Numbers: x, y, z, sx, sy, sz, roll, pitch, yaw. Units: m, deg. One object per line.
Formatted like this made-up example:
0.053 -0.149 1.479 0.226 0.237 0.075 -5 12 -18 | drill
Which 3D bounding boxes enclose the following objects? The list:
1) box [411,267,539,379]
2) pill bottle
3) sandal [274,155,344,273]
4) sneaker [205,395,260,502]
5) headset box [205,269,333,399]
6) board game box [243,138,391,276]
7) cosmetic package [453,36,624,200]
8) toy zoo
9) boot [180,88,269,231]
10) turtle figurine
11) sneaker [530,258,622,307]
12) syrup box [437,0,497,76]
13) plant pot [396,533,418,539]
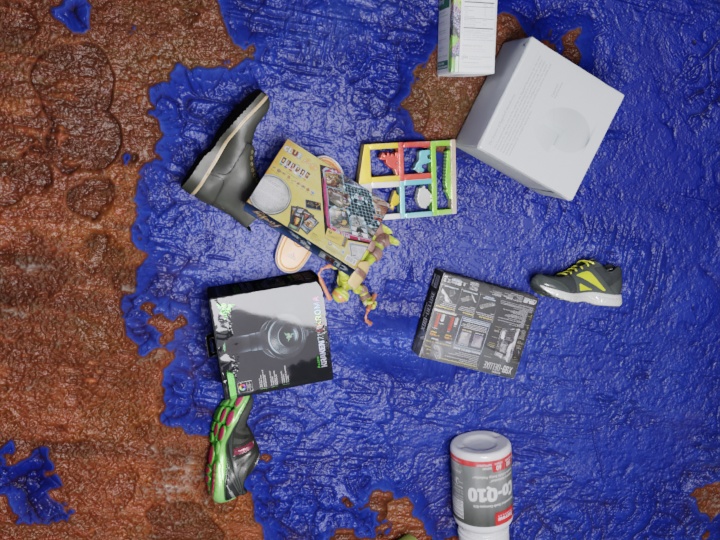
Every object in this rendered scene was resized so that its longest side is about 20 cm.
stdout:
0.209 0.098 1.423 0.198 0.050 0.159 14 97 -16 | box
0.226 0.412 1.453 0.113 0.114 0.202 -7 102 -13 | pill bottle
-0.079 -0.088 1.308 0.079 0.059 0.208 21 94 -17 | sandal
-0.213 0.298 1.349 0.083 0.077 0.202 6 103 -33 | sneaker
-0.158 0.105 1.307 0.198 0.093 0.176 -8 102 -12 | headset box
-0.067 -0.101 1.247 0.199 0.035 0.136 32 65 -5 | board game box
0.301 -0.257 1.342 0.199 0.123 0.201 26 93 -19 | cosmetic package
0.071 -0.155 1.349 0.198 0.020 0.133 -5 101 -17 | toy zoo
-0.177 -0.176 1.267 0.138 0.078 0.200 36 102 -22 | boot
0.000 0.000 1.336 0.162 0.064 0.200 -54 140 -10 | turtle figurine
0.401 0.016 1.453 0.198 0.074 0.085 7 93 -25 | sneaker
0.177 -0.427 1.301 0.081 0.079 0.202 -3 101 -13 | syrup box
0.060 0.590 1.423 0.200 0.187 0.187 -46 108 -17 | plant pot
